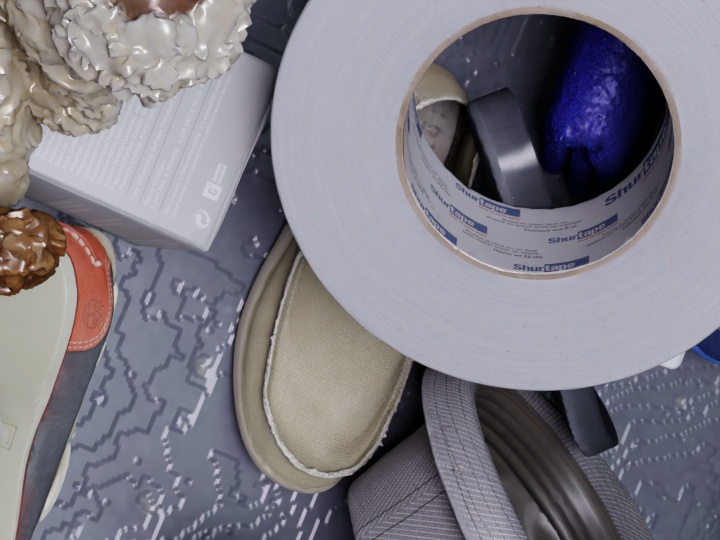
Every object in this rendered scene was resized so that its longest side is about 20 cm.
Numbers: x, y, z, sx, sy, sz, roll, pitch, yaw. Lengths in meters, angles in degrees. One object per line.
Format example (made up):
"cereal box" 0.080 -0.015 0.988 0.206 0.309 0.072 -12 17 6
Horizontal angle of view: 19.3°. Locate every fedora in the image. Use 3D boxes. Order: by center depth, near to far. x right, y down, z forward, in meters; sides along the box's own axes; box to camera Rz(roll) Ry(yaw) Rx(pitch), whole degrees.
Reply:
"fedora" 0.060 0.131 0.925 0.090 0.178 0.200 -31 148 17

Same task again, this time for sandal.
"sandal" 0.091 0.007 0.916 0.043 0.076 0.201 -19 133 0

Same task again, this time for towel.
"towel" 0.127 -0.134 0.930 0.049 0.148 0.201 21 85 12

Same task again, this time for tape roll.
"tape roll" 0.068 -0.058 0.799 0.199 0.066 0.202 2 114 5

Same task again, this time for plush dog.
"plush dog" -0.140 -0.087 0.723 0.200 0.160 0.172 42 90 10

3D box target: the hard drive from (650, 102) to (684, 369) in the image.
"hard drive" 0.153 -0.074 0.902 0.026 0.132 0.201 16 110 -1

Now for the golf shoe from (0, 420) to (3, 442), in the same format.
"golf shoe" -0.187 0.111 0.810 0.092 0.073 0.200 35 126 -21

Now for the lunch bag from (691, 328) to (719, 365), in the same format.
"lunch bag" 0.251 -0.010 0.988 0.199 0.132 0.137 18 72 -21

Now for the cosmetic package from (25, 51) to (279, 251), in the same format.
"cosmetic package" -0.145 -0.082 0.833 0.199 0.107 0.091 28 82 -23

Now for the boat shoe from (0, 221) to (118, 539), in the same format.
"boat shoe" -0.152 0.074 0.863 0.071 0.063 0.201 24 102 13

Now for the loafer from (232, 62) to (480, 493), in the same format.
"loafer" 0.000 0.000 0.917 0.075 0.068 0.202 16 88 -21
